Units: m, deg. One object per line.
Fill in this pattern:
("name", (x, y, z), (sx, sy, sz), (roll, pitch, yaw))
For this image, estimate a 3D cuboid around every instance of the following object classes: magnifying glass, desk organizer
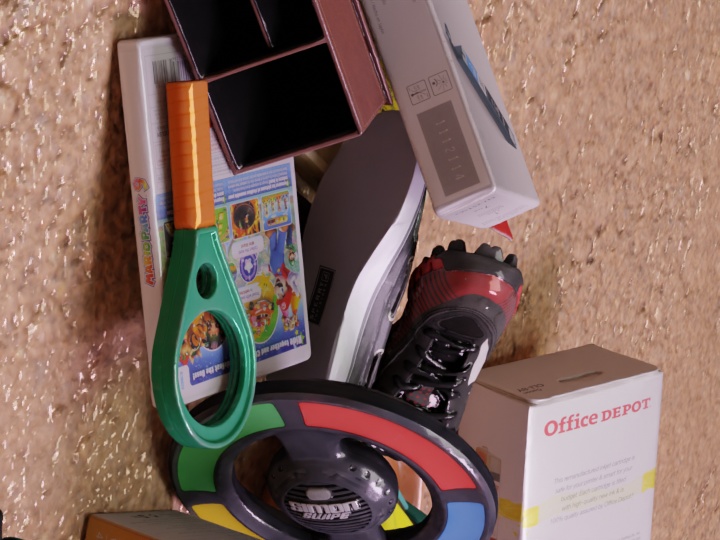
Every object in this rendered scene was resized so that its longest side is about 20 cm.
("magnifying glass", (-0.088, -0.003, 1.282), (0.079, 0.022, 0.201), (-14, 101, -57))
("desk organizer", (-0.055, -0.149, 1.275), (0.077, 0.071, 0.201), (-56, 139, -38))

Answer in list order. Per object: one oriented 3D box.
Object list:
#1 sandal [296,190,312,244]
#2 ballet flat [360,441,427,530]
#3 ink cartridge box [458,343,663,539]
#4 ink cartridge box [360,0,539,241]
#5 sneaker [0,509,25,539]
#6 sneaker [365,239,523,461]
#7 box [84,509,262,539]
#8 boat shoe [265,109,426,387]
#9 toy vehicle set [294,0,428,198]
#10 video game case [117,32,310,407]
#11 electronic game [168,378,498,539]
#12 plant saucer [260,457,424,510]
("sandal", (-0.019, 0.002, 1.483), (0.200, 0.045, 0.076), (38, 71, -60))
("ballet flat", (0.011, 0.171, 1.545), (0.067, 0.067, 0.200), (-47, 145, -5))
("ink cartridge box", (0.147, 0.168, 1.781), (0.145, 0.083, 0.201), (-11, 112, -39))
("ink cartridge box", (0.055, -0.124, 1.418), (0.176, 0.045, 0.201), (12, 58, -71))
("sneaker", (-0.177, 0.196, 1.269), (0.080, 0.071, 0.200), (-57, 146, -21))
("sneaker", (0.046, 0.056, 1.464), (0.201, 0.070, 0.098), (127, -22, -56))
("box", (-0.066, 0.226, 1.351), (0.097, 0.199, 0.125), (8, 97, -62))
("boat shoe", (0.000, 0.000, 1.435), (0.056, 0.068, 0.201), (13, 101, -51))
("toy vehicle set", (0.004, -0.104, 1.490), (0.125, 0.026, 0.200), (-67, 151, -13))
("video game case", (-0.080, -0.035, 1.330), (0.143, 0.018, 0.201), (-17, 105, -58))
("electronic game", (-0.017, 0.129, 1.398), (0.201, 0.199, 0.042), (71, 25, -47))
("plant saucer", (-0.021, 0.178, 1.581), (0.200, 0.037, 0.201), (-37, 134, -50))
